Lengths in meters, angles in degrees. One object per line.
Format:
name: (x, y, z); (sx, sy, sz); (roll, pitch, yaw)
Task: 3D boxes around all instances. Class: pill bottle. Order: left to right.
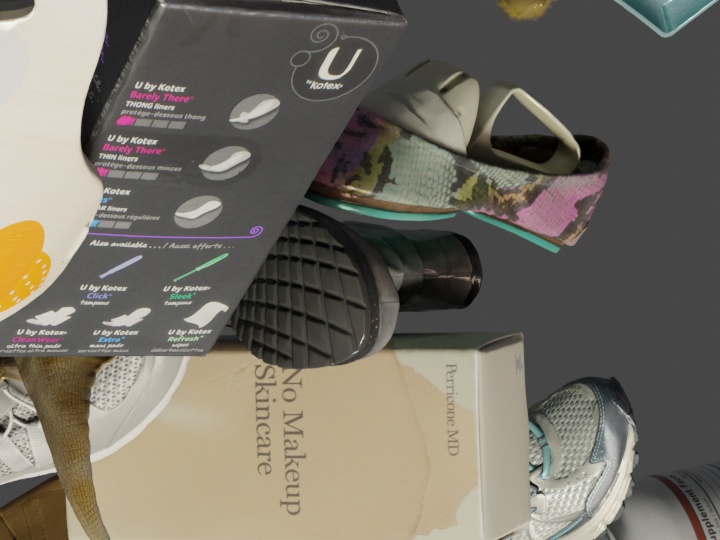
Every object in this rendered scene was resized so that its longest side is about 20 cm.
pill bottle: (0.208, 0.170, 1.519); (0.200, 0.112, 0.112); (-10, 145, -19)

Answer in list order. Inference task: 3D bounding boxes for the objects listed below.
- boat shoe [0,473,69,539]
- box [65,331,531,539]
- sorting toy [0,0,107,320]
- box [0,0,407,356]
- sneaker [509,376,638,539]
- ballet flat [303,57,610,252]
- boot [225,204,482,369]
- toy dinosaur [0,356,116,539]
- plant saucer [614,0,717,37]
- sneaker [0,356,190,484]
boat shoe: (-0.104, 0.118, 1.303); (0.200, 0.071, 0.069); (-27, 149, 22)
box: (-0.028, 0.076, 1.169); (0.200, 0.095, 0.078); (-3, -178, 20)
sorting toy: (-0.168, -0.075, 0.846); (0.200, 0.107, 0.180); (35, 133, -5)
box: (-0.083, -0.072, 0.989); (0.106, 0.122, 0.200); (1, 141, -32)
sneaker: (0.071, 0.127, 1.411); (0.086, 0.078, 0.200); (13, 133, -37)
ballet flat: (0.044, -0.055, 1.152); (0.200, 0.069, 0.071); (10, 110, -50)
boot: (0.000, 0.000, 1.127); (0.132, 0.200, 0.070); (-1, 98, -28)
toy dinosaur: (-0.132, 0.026, 1.055); (0.101, 0.200, 0.058); (-1, 140, 1)
plant saucer: (0.190, -0.175, 1.102); (0.200, 0.019, 0.070); (-36, 145, 21)
sneaker: (-0.162, 0.064, 1.129); (0.200, 0.075, 0.082); (-31, 173, 15)
